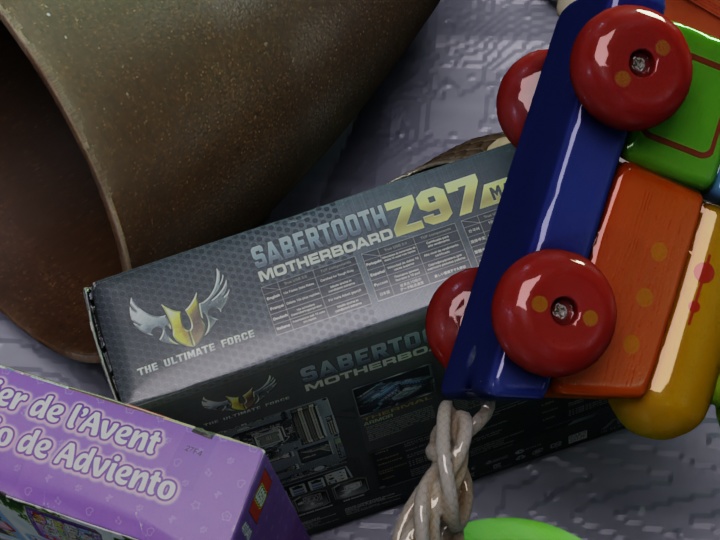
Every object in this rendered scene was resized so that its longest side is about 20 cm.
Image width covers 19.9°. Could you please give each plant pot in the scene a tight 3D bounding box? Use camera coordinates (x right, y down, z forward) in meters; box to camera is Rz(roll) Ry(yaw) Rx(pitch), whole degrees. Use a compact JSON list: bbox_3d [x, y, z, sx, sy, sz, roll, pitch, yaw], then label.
[{"bbox_3d":[-0.066,-0.096,0.767,0.200,0.187,0.187,-34,65,-27],"label":"plant pot"}]

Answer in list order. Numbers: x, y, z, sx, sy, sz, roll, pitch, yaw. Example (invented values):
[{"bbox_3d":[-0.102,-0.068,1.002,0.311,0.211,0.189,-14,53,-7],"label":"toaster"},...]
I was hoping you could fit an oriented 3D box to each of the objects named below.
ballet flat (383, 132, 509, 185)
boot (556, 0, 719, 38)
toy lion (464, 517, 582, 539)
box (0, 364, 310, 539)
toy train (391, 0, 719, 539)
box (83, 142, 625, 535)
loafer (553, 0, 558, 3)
[{"bbox_3d":[0.000,0.000,0.771,0.200,0.046,0.067,-25,65,-6],"label":"ballet flat"},{"bbox_3d":[0.172,-0.079,0.783,0.200,0.075,0.107,38,115,2],"label":"boot"},{"bbox_3d":[0.070,0.154,0.623,0.192,0.200,0.069,-36,24,-11],"label":"toy lion"},{"bbox_3d":[-0.083,0.084,0.654,0.137,0.200,0.039,16,70,13],"label":"box"},{"bbox_3d":[0.080,0.030,0.580,0.116,0.085,0.200,19,82,-11],"label":"toy train"},{"bbox_3d":[0.021,0.026,0.696,0.200,0.158,0.051,-19,64,-2],"label":"box"},{"bbox_3d":[0.158,-0.172,0.827,0.200,0.063,0.072,-28,64,-7],"label":"loafer"}]
